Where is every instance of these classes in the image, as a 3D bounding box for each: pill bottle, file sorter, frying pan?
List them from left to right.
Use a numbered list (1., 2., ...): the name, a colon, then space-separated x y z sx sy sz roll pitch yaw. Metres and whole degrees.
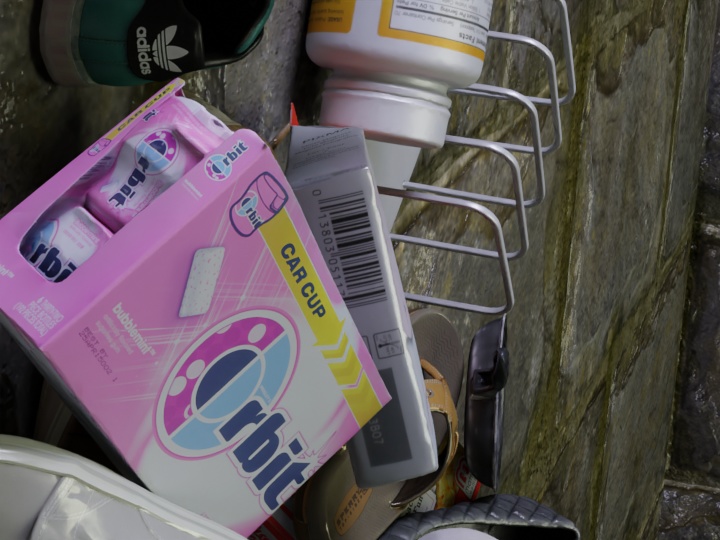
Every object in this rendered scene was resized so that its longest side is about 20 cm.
1. pill bottle: 0.028 -0.179 0.992 0.109 0.109 0.201 5 94 -72
2. file sorter: 0.064 -0.089 1.122 0.139 0.124 0.200 73 32 -55
3. frying pan: 0.078 0.089 1.018 0.190 0.031 0.115 -40 132 -79

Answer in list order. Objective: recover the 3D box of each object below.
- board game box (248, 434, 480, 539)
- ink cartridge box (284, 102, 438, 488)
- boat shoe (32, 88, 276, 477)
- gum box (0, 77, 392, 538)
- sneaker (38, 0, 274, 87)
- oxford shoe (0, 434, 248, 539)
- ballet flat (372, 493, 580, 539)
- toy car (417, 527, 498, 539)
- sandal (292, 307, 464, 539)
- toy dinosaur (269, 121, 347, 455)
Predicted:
1. board game box: -0.011 0.129 1.010 0.200 0.046 0.152 50 47 -34
2. ink cartridge box: 0.000 0.000 0.877 0.200 0.057 0.163 -80 158 -71
3. boat shoe: -0.106 0.015 0.750 0.072 0.065 0.200 4 116 -50
4. gum box: -0.071 0.025 0.682 0.113 0.066 0.200 -43 144 -14
5. sneaker: -0.068 -0.136 0.771 0.200 0.080 0.072 -57 149 -51
6. oxford shoe: -0.116 0.116 0.650 0.200 0.075 0.058 29 43 -35
7. ballet flat: 0.060 0.175 1.004 0.200 0.057 0.067 -15 98 -49
8. toy car: 0.045 0.247 0.892 0.200 0.175 0.150 -44 -174 -15
9. sandal: 0.025 0.101 0.977 0.080 0.054 0.200 60 40 -24
10. toy dinosaur: -0.058 0.011 0.926 0.106 0.060 0.201 4 73 -72
